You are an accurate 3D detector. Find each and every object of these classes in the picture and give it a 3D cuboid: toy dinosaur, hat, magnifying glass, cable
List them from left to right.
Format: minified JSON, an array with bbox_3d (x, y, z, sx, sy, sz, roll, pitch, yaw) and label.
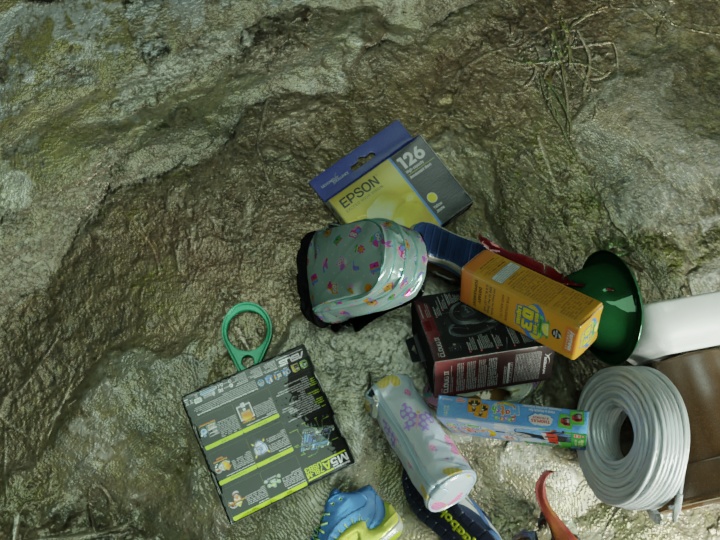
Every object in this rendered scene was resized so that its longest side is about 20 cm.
[{"bbox_3d":[-0.172,0.147,1.160,0.079,0.022,0.203,-2,76,-5],"label":"magnifying glass"},{"bbox_3d":[0.281,0.052,1.109,0.174,0.200,0.168,-2,110,-14],"label":"hat"},{"bbox_3d":[0.287,0.417,1.042,0.104,0.202,0.181,-23,31,-20],"label":"toy dinosaur"},{"bbox_3d":[0.378,0.235,1.079,0.068,0.200,0.203,7,96,-19],"label":"cable"}]

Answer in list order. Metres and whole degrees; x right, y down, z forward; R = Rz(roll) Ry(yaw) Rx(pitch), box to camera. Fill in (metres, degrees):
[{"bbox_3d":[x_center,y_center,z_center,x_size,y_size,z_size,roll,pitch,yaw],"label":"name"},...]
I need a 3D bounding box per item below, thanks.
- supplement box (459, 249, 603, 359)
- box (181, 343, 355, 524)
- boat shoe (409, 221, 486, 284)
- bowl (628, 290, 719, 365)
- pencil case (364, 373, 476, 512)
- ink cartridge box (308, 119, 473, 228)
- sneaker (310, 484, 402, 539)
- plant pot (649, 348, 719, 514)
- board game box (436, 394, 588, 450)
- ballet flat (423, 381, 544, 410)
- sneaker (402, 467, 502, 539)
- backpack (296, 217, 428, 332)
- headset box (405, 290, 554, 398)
[{"bbox_3d":[0.239,0.045,1.085,0.199,0.067,0.069,26,45,33],"label":"supplement box"},{"bbox_3d":[-0.134,0.234,1.109,0.198,0.048,0.195,-23,83,-17],"label":"box"},{"bbox_3d":[0.147,-0.018,1.201,0.199,0.072,0.073,29,68,-22],"label":"boat shoe"},{"bbox_3d":[0.477,0.087,1.129,0.197,0.200,0.076,-9,75,-7],"label":"bowl"},{"bbox_3d":[0.081,0.240,1.078,0.083,0.091,0.201,-41,52,6],"label":"pencil case"},{"bbox_3d":[0.050,-0.130,1.247,0.197,0.047,0.201,-36,81,-12],"label":"ink cartridge box"},{"bbox_3d":[-0.043,0.379,1.082,0.198,0.076,0.105,-26,65,-18],"label":"sneaker"},{"bbox_3d":[0.498,0.231,1.103,0.198,0.201,0.200,-9,66,-6],"label":"plant pot"},{"bbox_3d":[0.217,0.215,1.070,0.198,0.151,0.037,4,71,18],"label":"board game box"},{"bbox_3d":[0.195,0.174,1.151,0.197,0.071,0.070,-9,81,-7],"label":"ballet flat"},{"bbox_3d":[0.134,0.353,1.099,0.074,0.082,0.200,-44,61,7],"label":"sneaker"},{"bbox_3d":[0.000,0.000,1.119,0.198,0.126,0.169,-12,79,37],"label":"backpack"},{"bbox_3d":[0.168,0.101,1.133,0.197,0.078,0.149,-9,37,-6],"label":"headset box"}]
